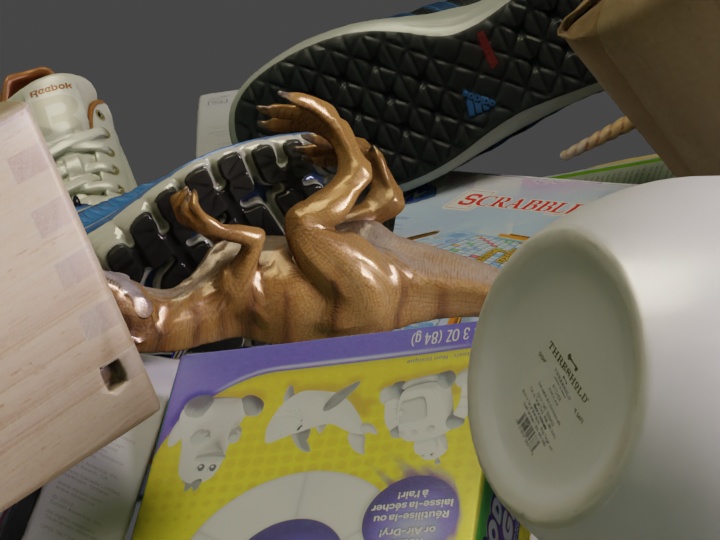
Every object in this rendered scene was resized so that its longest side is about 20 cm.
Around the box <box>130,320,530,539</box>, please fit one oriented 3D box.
[{"bbox_3d":[-0.016,0.108,0.636,0.117,0.048,0.201,-8,48,21],"label":"box"}]

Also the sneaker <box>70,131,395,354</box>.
[{"bbox_3d":[-0.083,-0.006,0.828,0.199,0.079,0.089,-22,25,-4],"label":"sneaker"}]

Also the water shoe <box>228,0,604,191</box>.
[{"bbox_3d":[0.044,-0.079,0.925,0.199,0.072,0.079,-18,1,12],"label":"water shoe"}]

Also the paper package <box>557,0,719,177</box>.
[{"bbox_3d":[0.203,-0.081,0.801,0.191,0.200,0.103,-49,16,-26],"label":"paper package"}]

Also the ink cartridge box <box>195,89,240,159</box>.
[{"bbox_3d":[-0.027,-0.057,1.043,0.099,0.039,0.200,-8,13,-1],"label":"ink cartridge box"}]

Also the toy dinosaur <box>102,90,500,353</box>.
[{"bbox_3d":[0.000,0.000,0.746,0.199,0.107,0.060,-1,-19,-10],"label":"toy dinosaur"}]

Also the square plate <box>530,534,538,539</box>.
[{"bbox_3d":[0.096,0.119,0.682,0.199,0.029,0.198,-27,32,-36],"label":"square plate"}]

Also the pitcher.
[{"bbox_3d":[0.143,0.054,0.622,0.199,0.122,0.172,8,32,-31],"label":"pitcher"}]

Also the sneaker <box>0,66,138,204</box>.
[{"bbox_3d":[-0.140,-0.039,1.023,0.072,0.085,0.200,-14,27,-17],"label":"sneaker"}]

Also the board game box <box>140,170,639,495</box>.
[{"bbox_3d":[0.010,0.025,0.837,0.199,0.041,0.199,-35,27,-33],"label":"board game box"}]

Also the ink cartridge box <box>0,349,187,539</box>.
[{"bbox_3d":[-0.100,0.093,0.703,0.037,0.095,0.200,28,30,-7],"label":"ink cartridge box"}]

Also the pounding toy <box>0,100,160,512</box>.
[{"bbox_3d":[-0.165,0.055,0.637,0.184,0.143,0.199,-32,19,-30],"label":"pounding toy"}]

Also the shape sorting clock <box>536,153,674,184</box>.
[{"bbox_3d":[0.114,-0.001,0.918,0.199,0.039,0.200,-17,23,7],"label":"shape sorting clock"}]

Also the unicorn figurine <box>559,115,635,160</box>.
[{"bbox_3d":[0.197,-0.079,0.905,0.199,0.074,0.138,20,41,2],"label":"unicorn figurine"}]
